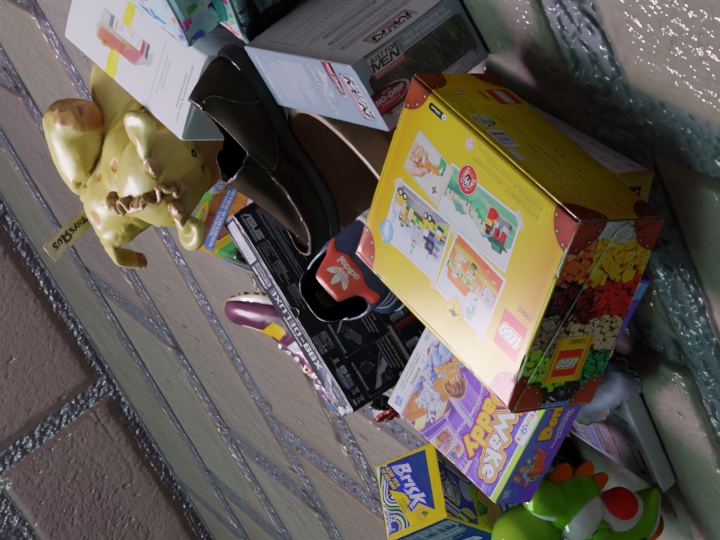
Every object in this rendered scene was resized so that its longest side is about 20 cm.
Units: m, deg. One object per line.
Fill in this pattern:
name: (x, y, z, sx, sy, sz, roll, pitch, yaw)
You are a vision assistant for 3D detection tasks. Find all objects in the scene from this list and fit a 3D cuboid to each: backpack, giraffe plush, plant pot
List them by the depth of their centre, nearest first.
backpack: (-0.141, -0.290, 1.606, 0.177, 0.150, 0.201, 41, 157, 39)
plant pot: (0.036, -0.074, 1.646, 0.201, 0.093, 0.201, 50, 165, 18)
giraffe plush: (-0.187, -0.094, 1.803, 0.172, 0.201, 0.162, 35, 161, -26)

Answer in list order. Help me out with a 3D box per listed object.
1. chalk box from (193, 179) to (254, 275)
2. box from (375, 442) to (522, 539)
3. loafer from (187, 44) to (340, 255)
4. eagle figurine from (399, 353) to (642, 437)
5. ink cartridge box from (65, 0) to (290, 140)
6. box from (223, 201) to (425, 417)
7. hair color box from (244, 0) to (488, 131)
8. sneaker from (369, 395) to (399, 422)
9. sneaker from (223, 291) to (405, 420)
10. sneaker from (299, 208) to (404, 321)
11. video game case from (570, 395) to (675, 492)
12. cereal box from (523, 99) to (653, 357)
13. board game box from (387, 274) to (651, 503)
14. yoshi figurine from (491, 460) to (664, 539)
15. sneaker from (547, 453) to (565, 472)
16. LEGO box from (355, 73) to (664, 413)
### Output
chalk box: (-0.076, -0.052, 1.892, 0.123, 0.125, 0.200, 25, 175, -24)
box: (0.097, 0.207, 1.738, 0.200, 0.064, 0.070, 26, -133, -51)
loafer: (-0.084, -0.088, 1.669, 0.201, 0.071, 0.073, 61, 165, -26)
eagle figurine: (0.136, 0.078, 1.644, 0.151, 0.200, 0.151, 27, -147, -11)
ink cartridge box: (-0.144, -0.196, 1.782, 0.200, 0.145, 0.084, 41, 123, 38)
box: (0.000, 0.000, 1.762, 0.201, 0.157, 0.050, 58, 164, 0)
hair color box: (0.001, -0.165, 1.535, 0.061, 0.099, 0.200, 59, 164, -22)
sneaker: (0.040, 0.103, 2.088, 0.200, 0.077, 0.083, 74, 180, -75)
sneaker: (-0.036, 0.077, 1.844, 0.199, 0.091, 0.075, 13, -179, 15)
sneaker: (-0.008, 0.008, 1.606, 0.075, 0.084, 0.200, 49, 172, 11)
video game case: (0.182, 0.098, 1.747, 0.200, 0.018, 0.144, 32, 155, 52)
cereal box: (0.119, -0.040, 1.457, 0.200, 0.039, 0.145, 34, 123, 47)
board game box: (0.117, 0.055, 1.541, 0.045, 0.201, 0.134, 5, -152, -47)
yoshi figurine: (0.178, 0.226, 1.704, 0.112, 0.113, 0.200, -5, 155, 43)
sneaker: (0.134, 0.166, 1.889, 0.115, 0.081, 0.200, 40, 173, 42)
LEGO box: (0.096, -0.023, 1.388, 0.200, 0.077, 0.150, 46, 129, 41)
